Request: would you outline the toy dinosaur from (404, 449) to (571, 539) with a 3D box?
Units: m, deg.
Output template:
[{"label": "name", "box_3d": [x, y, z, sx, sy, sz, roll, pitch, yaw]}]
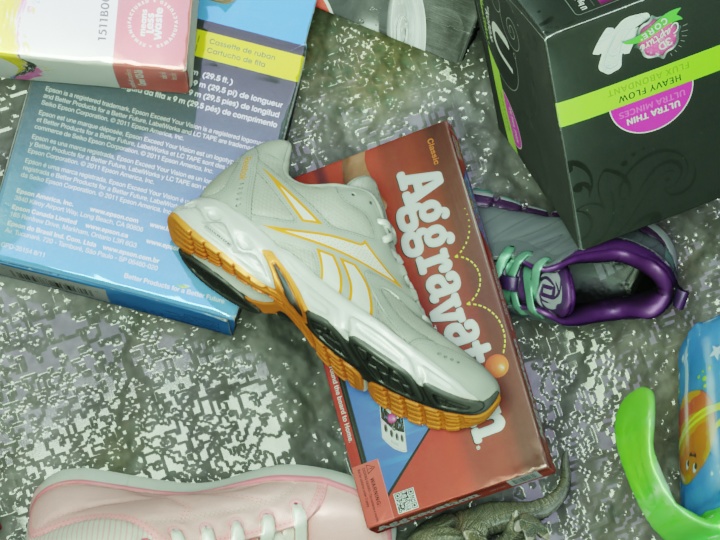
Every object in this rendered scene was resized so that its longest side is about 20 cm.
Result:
[{"label": "toy dinosaur", "box_3d": [0.040, 0.165, 1.263, 0.077, 0.102, 0.200, 38, 65, -21]}]

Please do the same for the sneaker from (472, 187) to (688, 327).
[{"label": "sneaker", "box_3d": [0.077, -0.004, 1.286, 0.199, 0.088, 0.075, 0, 102, -2]}]

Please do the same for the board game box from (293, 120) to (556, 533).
[{"label": "board game box", "box_3d": [0.027, 0.029, 1.259, 0.103, 0.019, 0.200, -20, 70, 12]}]

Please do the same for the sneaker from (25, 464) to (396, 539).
[{"label": "sneaker", "box_3d": [-0.082, 0.155, 1.242, 0.200, 0.105, 0.076, 2, 114, 3]}]

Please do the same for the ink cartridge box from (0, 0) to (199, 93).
[{"label": "ink cartridge box", "box_3d": [-0.185, -0.164, 1.256, 0.199, 0.067, 0.117, 4, 84, -1]}]

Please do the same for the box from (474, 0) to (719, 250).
[{"label": "box", "box_3d": [0.175, -0.131, 1.268, 0.200, 0.149, 0.124, -22, 41, -7]}]

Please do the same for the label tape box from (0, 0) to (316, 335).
[{"label": "label tape box", "box_3d": [-0.112, -0.080, 1.313, 0.144, 0.063, 0.200, 15, 80, 1]}]

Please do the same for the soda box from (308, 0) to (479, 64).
[{"label": "soda box", "box_3d": [-0.020, -0.189, 1.324, 0.200, 0.063, 0.071, 22, 118, 3]}]

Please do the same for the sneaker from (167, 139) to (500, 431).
[{"label": "sneaker", "box_3d": [0.000, 0.000, 1.227, 0.200, 0.076, 0.092, 36, 72, 14]}]

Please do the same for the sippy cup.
[{"label": "sippy cup", "box_3d": [0.227, 0.090, 1.266, 0.139, 0.178, 0.131, -16, 67, 24]}]
